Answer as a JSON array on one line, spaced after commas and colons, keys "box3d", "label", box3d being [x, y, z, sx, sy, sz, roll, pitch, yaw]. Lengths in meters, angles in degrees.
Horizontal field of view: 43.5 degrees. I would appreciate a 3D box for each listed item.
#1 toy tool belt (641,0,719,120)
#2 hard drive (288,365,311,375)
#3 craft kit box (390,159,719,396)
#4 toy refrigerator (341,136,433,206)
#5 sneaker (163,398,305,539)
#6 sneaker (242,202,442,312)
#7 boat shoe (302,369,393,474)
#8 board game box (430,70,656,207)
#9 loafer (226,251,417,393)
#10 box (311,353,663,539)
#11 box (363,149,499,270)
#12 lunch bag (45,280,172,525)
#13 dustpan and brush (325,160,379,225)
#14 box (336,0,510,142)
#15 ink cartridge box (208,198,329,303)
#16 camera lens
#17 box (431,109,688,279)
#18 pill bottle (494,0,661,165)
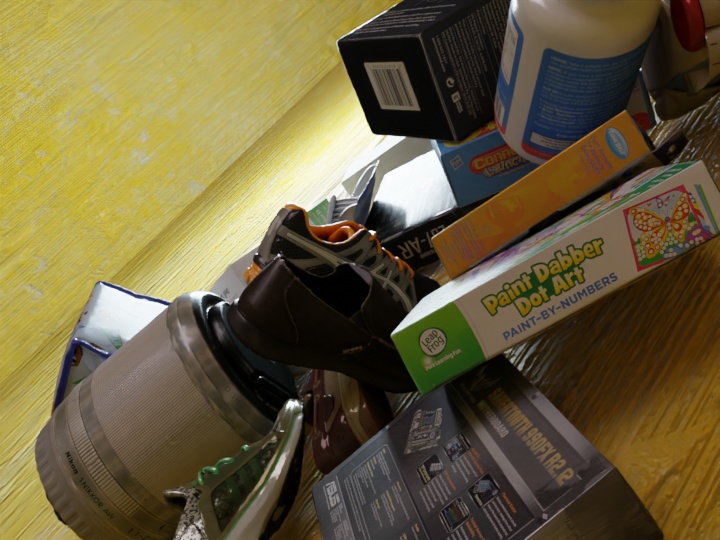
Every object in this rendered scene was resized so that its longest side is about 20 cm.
[{"box3d": [0.289, -0.194, 0.700, 0.120, 0.128, 0.200, -17, -2, 8], "label": "toy tool belt"}, {"box3d": [-0.095, 0.085, 0.945, 0.197, 0.026, 0.132, -21, 13, 39], "label": "hard drive"}, {"box3d": [0.122, -0.001, 0.584, 0.195, 0.049, 0.200, -33, -1, 10], "label": "craft kit box"}, {"box3d": [0.077, -0.148, 1.158, 0.198, 0.076, 0.070, -33, 17, 24], "label": "toy refrigerator"}, {"box3d": [-0.097, 0.160, 0.654, 0.201, 0.087, 0.078, -62, -13, -50], "label": "sneaker"}, {"box3d": [0.000, 0.000, 0.761, 0.078, 0.197, 0.079, 31, 105, 52], "label": "sneaker"}, {"box3d": [-0.020, 0.098, 0.736, 0.071, 0.073, 0.201, -35, 23, 7], "label": "boat shoe"}, {"box3d": [0.164, -0.158, 0.902, 0.196, 0.057, 0.197, -22, 24, 6], "label": "board game box"}, {"box3d": [0.000, 0.037, 0.660, 0.073, 0.197, 0.072, 48, 115, 43], "label": "loafer"}, {"box3d": [0.054, 0.134, 0.507, 0.157, 0.049, 0.200, -39, 16, 0], "label": "box"}, {"box3d": [0.084, -0.077, 0.968, 0.158, 0.044, 0.201, -25, 23, 24], "label": "box"}, {"box3d": [-0.263, 0.143, 0.955, 0.170, 0.121, 0.204, -107, 36, -71], "label": "lunch bag"}, {"box3d": [-0.033, -0.014, 0.998, 0.140, 0.056, 0.204, -66, -12, -65], "label": "dustpan and brush"}, {"box3d": [0.103, -0.224, 0.892, 0.199, 0.109, 0.147, -36, 27, -21], "label": "box"}, {"box3d": [-0.110, 0.008, 1.079, 0.199, 0.068, 0.117, -38, -2, -32], "label": "ink cartridge box"}, {"box3d": [-0.161, 0.131, 0.789, 0.199, 0.161, 0.160, -39, 16, 8], "label": "camera lens"}, {"box3d": [0.160, -0.060, 0.712, 0.198, 0.042, 0.119, -36, -13, 20], "label": "box"}, {"box3d": [0.167, -0.183, 0.697, 0.112, 0.111, 0.201, -45, -21, -22], "label": "pill bottle"}]
